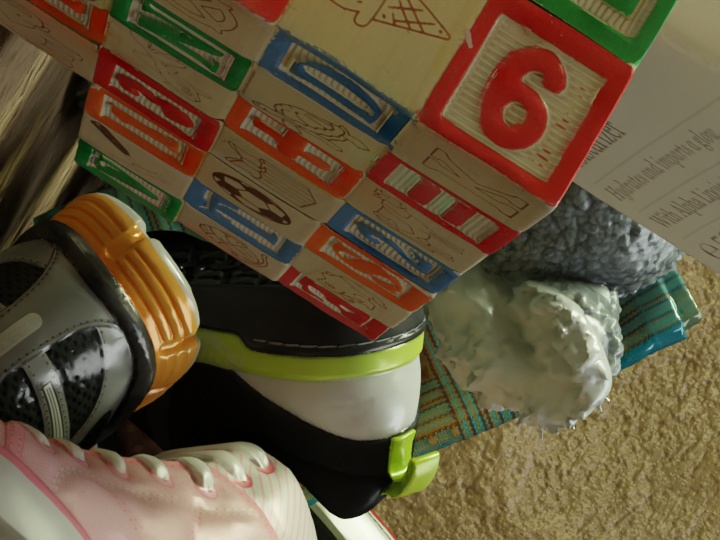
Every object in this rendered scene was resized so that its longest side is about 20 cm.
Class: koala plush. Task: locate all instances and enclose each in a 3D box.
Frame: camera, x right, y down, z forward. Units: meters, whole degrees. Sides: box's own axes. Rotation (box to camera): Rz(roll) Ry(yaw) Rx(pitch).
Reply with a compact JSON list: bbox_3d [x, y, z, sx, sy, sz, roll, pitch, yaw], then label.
[{"bbox_3d":[0.027,-0.057,0.831,0.178,0.199,0.184,-60,-178,-32],"label":"koala plush"}]

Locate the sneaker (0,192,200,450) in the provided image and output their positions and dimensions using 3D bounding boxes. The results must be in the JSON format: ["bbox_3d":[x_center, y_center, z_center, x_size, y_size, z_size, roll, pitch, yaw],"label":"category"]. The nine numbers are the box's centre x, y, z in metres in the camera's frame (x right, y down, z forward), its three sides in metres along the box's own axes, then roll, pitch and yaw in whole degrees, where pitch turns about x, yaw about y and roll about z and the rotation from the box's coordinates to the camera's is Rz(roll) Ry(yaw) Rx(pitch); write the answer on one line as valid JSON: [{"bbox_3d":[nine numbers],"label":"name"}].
[{"bbox_3d":[-0.118,0.051,0.759,0.077,0.078,0.200,-35,166,-38],"label":"sneaker"}]

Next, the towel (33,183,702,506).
[{"bbox_3d":[0.000,0.000,0.888,0.199,0.147,0.022,-23,152,-5],"label":"towel"}]

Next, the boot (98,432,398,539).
[{"bbox_3d":[-0.027,0.049,0.968,0.072,0.200,0.144,-51,170,36],"label":"boot"}]

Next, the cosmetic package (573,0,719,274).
[{"bbox_3d":[0.074,-0.122,0.633,0.165,0.199,0.165,-59,-178,-10],"label":"cosmetic package"}]

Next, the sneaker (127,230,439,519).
[{"bbox_3d":[-0.054,0.037,0.786,0.071,0.083,0.200,-17,-166,-37],"label":"sneaker"}]

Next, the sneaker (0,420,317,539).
[{"bbox_3d":[-0.075,0.073,0.681,0.075,0.200,0.105,-21,-142,28],"label":"sneaker"}]

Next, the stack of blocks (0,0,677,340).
[{"bbox_3d":[-0.016,-0.050,0.528,0.059,0.115,0.200,-58,-177,-12],"label":"stack of blocks"}]
